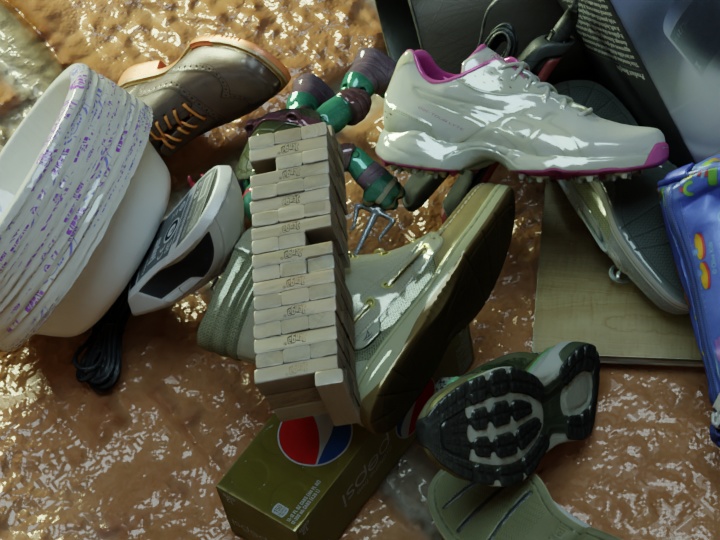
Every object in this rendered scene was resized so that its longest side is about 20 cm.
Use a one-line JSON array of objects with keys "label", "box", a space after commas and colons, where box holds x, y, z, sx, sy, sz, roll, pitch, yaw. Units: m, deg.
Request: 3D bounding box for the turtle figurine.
[{"label": "turtle figurine", "box": [-0.040, -0.074, 1.429, 0.149, 0.101, 0.200, -1, 43, 28]}]

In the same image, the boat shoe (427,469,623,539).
[{"label": "boat shoe", "box": [0.115, 0.183, 1.251, 0.075, 0.069, 0.200, -40, 38, -14]}]

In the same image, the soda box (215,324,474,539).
[{"label": "soda box", "box": [-0.007, 0.099, 1.332, 0.068, 0.064, 0.200, 26, 61, 26]}]

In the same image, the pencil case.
[{"label": "pencil case", "box": [0.245, 0.022, 1.294, 0.087, 0.078, 0.201, -4, 79, -34]}]

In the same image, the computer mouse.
[{"label": "computer mouse", "box": [-0.128, 0.001, 1.368, 0.044, 0.200, 0.110, 31, 49, -18]}]

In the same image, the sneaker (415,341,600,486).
[{"label": "sneaker", "box": [0.079, 0.091, 1.286, 0.088, 0.200, 0.077, 0, 95, 33]}]

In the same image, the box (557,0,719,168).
[{"label": "box", "box": [0.254, -0.201, 1.395, 0.200, 0.199, 0.123, -35, 22, -6]}]

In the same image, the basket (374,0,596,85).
[{"label": "basket", "box": [0.123, -0.201, 1.490, 0.199, 0.136, 0.181, -15, 72, -8]}]

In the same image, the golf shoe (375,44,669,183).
[{"label": "golf shoe", "box": [0.108, -0.104, 1.344, 0.199, 0.075, 0.092, 5, 96, 13]}]

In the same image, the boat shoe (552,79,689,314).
[{"label": "boat shoe", "box": [0.185, -0.045, 1.397, 0.074, 0.065, 0.202, -21, 57, -22]}]

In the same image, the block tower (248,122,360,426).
[{"label": "block tower", "box": [-0.037, -0.001, 1.257, 0.058, 0.054, 0.201, -11, 57, 9]}]

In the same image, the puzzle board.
[{"label": "puzzle board", "box": [0.224, 0.004, 1.397, 0.199, 0.017, 0.151, 2, 54, 9]}]

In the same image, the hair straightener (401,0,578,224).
[{"label": "hair straightener", "box": [0.084, -0.119, 1.398, 0.077, 0.200, 0.041, 23, 29, -23]}]

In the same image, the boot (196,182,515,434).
[{"label": "boot", "box": [0.000, 0.000, 1.323, 0.154, 0.072, 0.200, 22, 60, 26]}]

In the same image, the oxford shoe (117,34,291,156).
[{"label": "oxford shoe", "box": [-0.122, -0.118, 1.463, 0.200, 0.071, 0.073, -14, 44, 53]}]

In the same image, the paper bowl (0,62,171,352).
[{"label": "paper bowl", "box": [-0.207, -0.036, 1.395, 0.104, 0.201, 0.201, 31, 56, -17]}]
